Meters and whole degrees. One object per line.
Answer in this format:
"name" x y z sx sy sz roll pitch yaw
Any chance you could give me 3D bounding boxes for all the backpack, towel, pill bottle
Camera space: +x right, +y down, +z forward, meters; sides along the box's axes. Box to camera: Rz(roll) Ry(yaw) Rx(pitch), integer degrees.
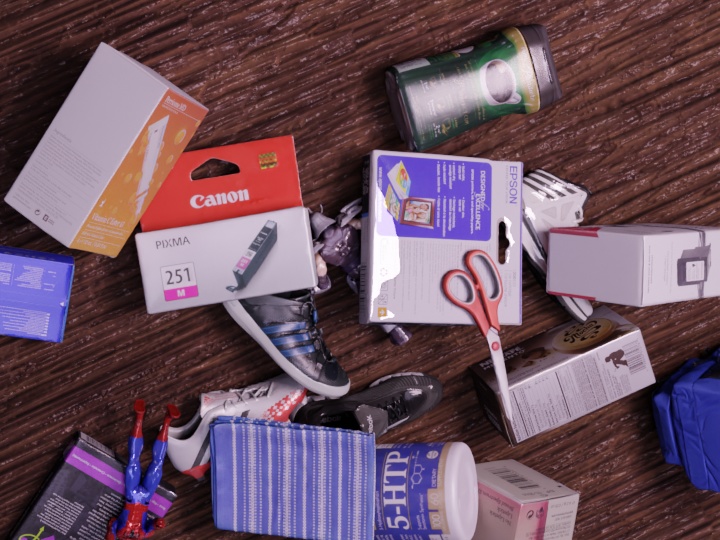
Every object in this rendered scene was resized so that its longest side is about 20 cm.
"backpack" 0.480 0.167 1.711 0.199 0.167 0.164 -28 116 -40
"towel" -0.080 0.247 1.565 0.198 0.024 0.147 4 106 12
"pill bottle" 0.034 0.270 1.619 0.198 0.120 0.121 -5 107 18

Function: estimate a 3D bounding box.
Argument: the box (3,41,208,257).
"box" -0.274 -0.127 1.460 0.097 0.124 0.201 34 95 14

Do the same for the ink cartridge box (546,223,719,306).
"ink cartridge box" 0.340 -0.011 1.601 0.199 0.144 0.084 -5 98 -42

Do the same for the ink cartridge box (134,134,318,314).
"ink cartridge box" -0.158 -0.053 1.526 0.198 0.044 0.176 -9 94 1

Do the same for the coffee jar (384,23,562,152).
"coffee jar" 0.134 -0.217 1.572 0.198 0.085 0.105 -18 104 -8

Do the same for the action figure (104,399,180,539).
"action figure" -0.255 0.263 1.552 0.065 0.099 0.202 10 107 -15

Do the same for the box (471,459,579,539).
"box" 0.180 0.356 1.685 0.108 0.127 0.202 -1 104 -39

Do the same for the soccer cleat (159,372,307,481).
"soccer cleat" -0.150 0.169 1.608 0.199 0.069 0.086 -35 113 1

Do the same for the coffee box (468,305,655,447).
"coffee box" 0.248 0.130 1.670 0.198 0.113 0.081 -23 108 -6

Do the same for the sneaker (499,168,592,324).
"sneaker" 0.256 -0.037 1.650 0.115 0.076 0.201 -36 106 -1

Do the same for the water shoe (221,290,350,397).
"water shoe" -0.077 0.066 1.576 0.200 0.072 0.079 42 108 -8

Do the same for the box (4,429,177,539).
"box" -0.335 0.312 1.614 0.142 0.036 0.201 34 92 -18

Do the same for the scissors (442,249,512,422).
"scissors" 0.160 0.074 1.571 0.073 0.014 0.202 -30 98 -21

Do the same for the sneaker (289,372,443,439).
"sneaker" 0.013 0.178 1.635 0.198 0.091 0.067 -12 107 -11

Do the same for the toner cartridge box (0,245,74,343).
"toner cartridge box" -0.430 0.019 1.516 0.198 0.043 0.096 10 102 -15

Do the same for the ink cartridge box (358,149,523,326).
"ink cartridge box" 0.096 -0.034 1.578 0.198 0.043 0.201 3 87 -20

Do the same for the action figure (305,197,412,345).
"action figure" 0.000 0.000 1.605 0.130 0.069 0.200 -41 105 6
